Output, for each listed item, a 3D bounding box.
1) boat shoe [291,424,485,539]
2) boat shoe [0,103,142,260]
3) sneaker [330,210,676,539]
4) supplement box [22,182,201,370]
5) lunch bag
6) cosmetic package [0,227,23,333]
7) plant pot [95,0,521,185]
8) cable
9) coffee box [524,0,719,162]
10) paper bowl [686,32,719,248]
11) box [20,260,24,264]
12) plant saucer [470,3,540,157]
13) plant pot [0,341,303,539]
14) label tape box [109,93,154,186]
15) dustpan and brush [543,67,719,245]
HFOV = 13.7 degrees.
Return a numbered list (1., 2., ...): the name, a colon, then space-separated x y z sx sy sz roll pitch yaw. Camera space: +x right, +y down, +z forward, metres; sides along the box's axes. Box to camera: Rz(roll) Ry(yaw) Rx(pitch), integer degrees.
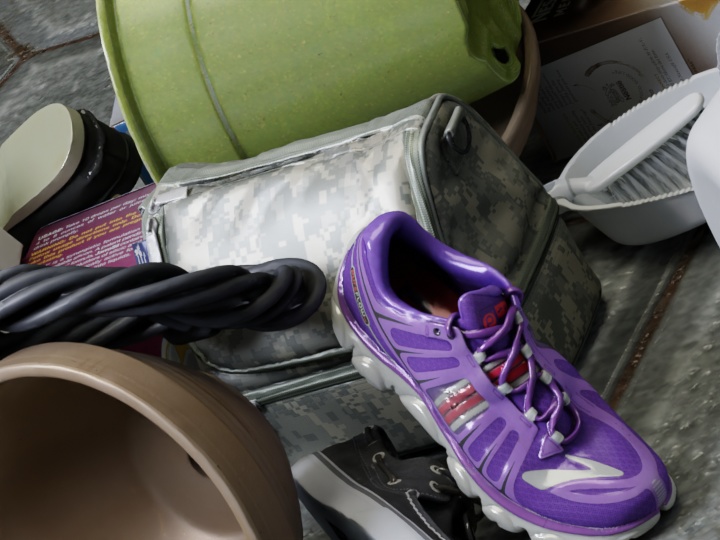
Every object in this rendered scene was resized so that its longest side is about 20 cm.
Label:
1. boat shoe: 0.026 0.118 1.437 0.066 0.070 0.200 -36 17 -9
2. boat shoe: -0.210 -0.031 1.759 0.201 0.063 0.074 -30 54 35
3. sneaker: 0.063 0.051 1.400 0.081 0.200 0.083 -40 -19 -30
4. supplement box: -0.128 0.061 1.639 0.103 0.131 0.200 -21 26 21
5. lunch bag: 0.000 0.000 1.565 0.200 0.168 0.139 -15 28 32
6. cosmetic package: -0.246 0.032 1.589 0.108 0.085 0.200 -47 15 15
7. plant pot: -0.017 -0.135 1.660 0.190 0.200 0.200 -15 27 19
8. cable: -0.113 0.021 1.437 0.163 0.051 0.200 -3 -2 35
9. coffee box: 0.196 -0.146 1.736 0.200 0.080 0.114 -15 27 31
10. paper bowl: 0.218 -0.025 1.322 0.104 0.201 0.201 -30 24 -2
11. box: -0.209 0.070 1.749 0.095 0.100 0.200 -9 32 42
12. plant saucer: 0.025 -0.077 1.719 0.200 0.029 0.200 -27 41 26
13. plant pot: -0.098 0.112 1.429 0.201 0.201 0.093 -9 21 39
14. label tape box: -0.087 -0.084 1.861 0.063 0.144 0.200 -27 23 13
15. dustpan and brush: 0.136 -0.048 1.633 0.200 0.057 0.140 -36 21 17
